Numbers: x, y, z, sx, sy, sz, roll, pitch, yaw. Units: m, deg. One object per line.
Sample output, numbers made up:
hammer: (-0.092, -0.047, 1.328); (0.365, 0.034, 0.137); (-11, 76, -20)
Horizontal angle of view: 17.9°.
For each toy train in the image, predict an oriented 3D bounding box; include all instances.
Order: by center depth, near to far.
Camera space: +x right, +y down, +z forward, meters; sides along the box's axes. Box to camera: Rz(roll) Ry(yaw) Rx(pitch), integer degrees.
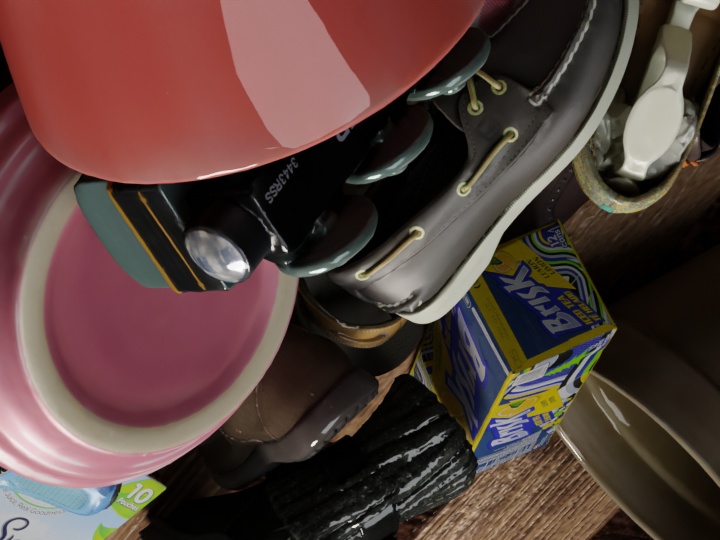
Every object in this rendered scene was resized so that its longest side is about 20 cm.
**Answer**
toy train: (-0.030, -0.070, 0.934); (0.085, 0.114, 0.200); (57, 49, -31)

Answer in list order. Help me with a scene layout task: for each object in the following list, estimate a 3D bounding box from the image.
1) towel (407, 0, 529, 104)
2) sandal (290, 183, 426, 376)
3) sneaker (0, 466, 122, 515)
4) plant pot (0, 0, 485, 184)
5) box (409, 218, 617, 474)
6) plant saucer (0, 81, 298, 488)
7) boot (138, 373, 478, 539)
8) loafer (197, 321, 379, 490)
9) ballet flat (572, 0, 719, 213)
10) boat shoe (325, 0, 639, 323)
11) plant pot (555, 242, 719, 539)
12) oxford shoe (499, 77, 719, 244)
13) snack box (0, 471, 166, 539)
towel: (0.036, -0.140, 1.079); (0.200, 0.030, 0.147); (-14, 140, -20)
sandal: (0.000, 0.000, 1.168); (0.082, 0.055, 0.200); (-51, 149, -19)
sneaker: (-0.206, 0.080, 1.040); (0.200, 0.090, 0.078); (19, 142, -14)
plant pot: (-0.067, -0.162, 0.839); (0.200, 0.200, 0.178); (-28, 126, -5)
box: (0.078, 0.047, 1.239); (0.064, 0.070, 0.200); (-23, 163, -15)
plant saucer: (-0.099, 0.002, 1.002); (0.200, 0.051, 0.201); (-13, 111, -38)
boot: (-0.027, 0.129, 1.252); (0.158, 0.079, 0.211); (-40, -169, -15)
loafer: (-0.049, 0.060, 1.177); (0.073, 0.071, 0.200); (-42, -176, -23)
ballet flat: (0.154, -0.119, 1.104); (0.071, 0.071, 0.200); (5, 111, -40)
boat shoe: (0.057, -0.065, 1.086); (0.060, 0.072, 0.201); (21, 109, -37)
plant pot: (0.228, 0.065, 1.346); (0.173, 0.200, 0.200); (-42, 146, -14)
oxford shoe: (0.140, -0.070, 1.181); (0.200, 0.073, 0.071); (-51, 167, 24)
snack box: (-0.221, 0.135, 1.185); (0.200, 0.053, 0.142); (-40, 144, 10)
